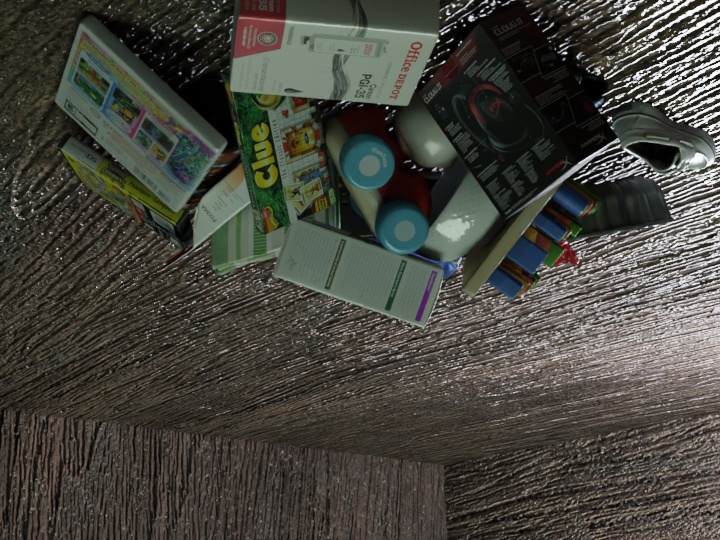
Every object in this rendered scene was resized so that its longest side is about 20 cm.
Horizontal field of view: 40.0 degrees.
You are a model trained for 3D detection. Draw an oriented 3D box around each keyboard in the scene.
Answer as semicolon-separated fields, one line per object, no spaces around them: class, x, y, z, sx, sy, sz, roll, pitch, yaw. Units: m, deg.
keyboard;0.060;-0.110;1.366;0.200;0.127;0.021;-4;-167;1

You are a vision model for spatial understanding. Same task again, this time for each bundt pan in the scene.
bundt pan;0.341;-0.087;1.415;0.202;0.076;0.202;-11;180;0

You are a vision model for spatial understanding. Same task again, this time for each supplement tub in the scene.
supplement tub;-0.211;-0.150;1.239;0.107;0.107;0.200;8;158;-24

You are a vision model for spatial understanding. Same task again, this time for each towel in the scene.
towel;-0.118;-0.082;1.355;0.200;0.153;0.023;-14;153;26

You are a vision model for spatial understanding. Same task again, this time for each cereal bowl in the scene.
cereal bowl;0.145;-0.091;1.257;0.083;0.200;0.200;33;152;-7

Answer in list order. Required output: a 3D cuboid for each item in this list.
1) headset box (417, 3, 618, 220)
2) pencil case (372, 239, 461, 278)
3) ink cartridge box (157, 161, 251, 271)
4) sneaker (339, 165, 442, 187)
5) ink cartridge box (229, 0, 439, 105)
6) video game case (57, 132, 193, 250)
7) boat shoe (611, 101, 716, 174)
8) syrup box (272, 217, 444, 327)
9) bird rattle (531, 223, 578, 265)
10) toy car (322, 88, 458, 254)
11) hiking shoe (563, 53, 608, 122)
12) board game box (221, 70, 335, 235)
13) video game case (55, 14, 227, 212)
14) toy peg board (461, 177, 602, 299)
headset box;0.161;-0.178;1.081;0.075;0.200;0.149;-31;174;-32
pencil case;0.079;-0.040;1.583;0.200;0.078;0.087;16;-177;-39
ink cartridge box;-0.175;-0.093;1.273;0.200;0.050;0.162;-32;-169;27
sneaker;0.061;-0.087;1.410;0.200;0.112;0.078;4;159;-14
ink cartridge box;-0.030;-0.246;1.017;0.200;0.083;0.147;3;159;-10
video game case;-0.304;-0.098;1.316;0.181;0.026;0.200;33;169;-1
boat shoe;0.399;-0.158;1.299;0.200;0.065;0.074;14;155;-34
syrup box;0.000;0.000;1.240;0.200;0.081;0.079;20;-174;0
bird rattle;0.245;-0.060;1.570;0.163;0.113;0.200;-3;176;42
toy car;0.072;-0.144;1.203;0.200;0.177;0.184;-30;-159;-1
hiking shoe;0.268;-0.192;1.192;0.087;0.074;0.200;-25;155;32
board game box;-0.090;-0.147;1.139;0.105;0.023;0.200;-24;125;-22
video game case;-0.256;-0.172;1.133;0.200;0.024;0.182;43;149;-6
toy peg board;0.229;-0.048;1.265;0.098;0.200;0.199;35;-165;-2
